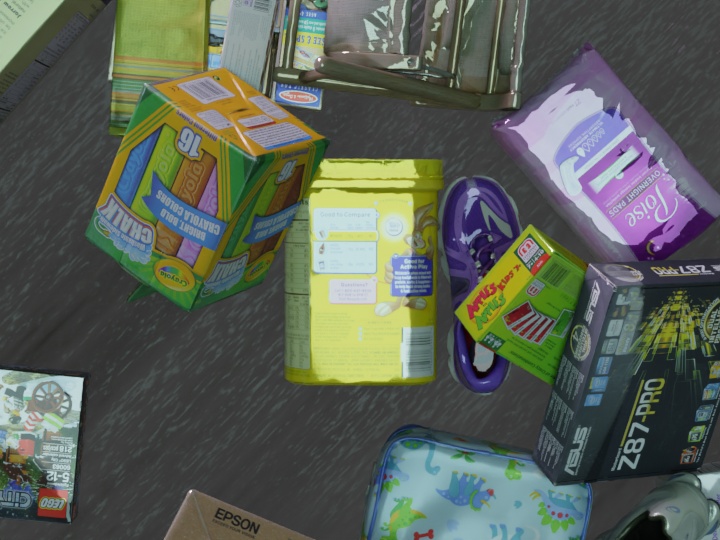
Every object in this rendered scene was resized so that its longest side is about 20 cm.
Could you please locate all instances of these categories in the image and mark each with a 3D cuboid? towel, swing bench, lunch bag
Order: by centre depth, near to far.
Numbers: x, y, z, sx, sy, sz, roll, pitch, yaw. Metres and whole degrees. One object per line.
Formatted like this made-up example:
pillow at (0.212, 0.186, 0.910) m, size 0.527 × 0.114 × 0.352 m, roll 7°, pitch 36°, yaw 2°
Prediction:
swing bench at (0.045, -0.251, 1.236) m, size 0.200 × 0.130 × 0.199 m, roll 7°, pitch 91°, yaw -23°
towel at (-0.179, -0.217, 1.267) m, size 0.086 × 0.018 × 0.200 m, roll 3°, pitch 92°, yaw -2°
lunch bag at (0.100, 0.235, 1.279) m, size 0.200 × 0.082 × 0.161 m, roll 11°, pitch 91°, yaw -1°

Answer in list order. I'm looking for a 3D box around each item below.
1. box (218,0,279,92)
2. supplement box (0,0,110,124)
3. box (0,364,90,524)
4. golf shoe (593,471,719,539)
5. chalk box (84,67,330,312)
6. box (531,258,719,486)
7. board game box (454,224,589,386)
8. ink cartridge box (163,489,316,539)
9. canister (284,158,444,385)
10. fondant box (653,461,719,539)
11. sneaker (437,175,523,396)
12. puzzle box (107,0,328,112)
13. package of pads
box at (-0.107, -0.168, 1.254) m, size 0.041 × 0.039 × 0.200 m, roll 12°, pitch 110°, yaw 0°
supplement box at (-0.357, -0.246, 1.230) m, size 0.200 × 0.134 × 0.200 m, roll 42°, pitch 91°, yaw -2°
box at (-0.355, 0.153, 1.292) m, size 0.200 × 0.038 × 0.137 m, roll 5°, pitch 92°, yaw -1°
golf shoe at (0.230, 0.260, 1.249) m, size 0.078 × 0.097 × 0.200 m, roll 44°, pitch 121°, yaw 24°
chalk box at (-0.139, -0.051, 1.202) m, size 0.124 × 0.125 × 0.200 m, roll 34°, pitch 117°, yaw 17°
box at (0.247, 0.087, 1.218) m, size 0.161 × 0.049 × 0.200 m, roll 0°, pitch 118°, yaw -25°
board game box at (0.188, 0.051, 1.232) m, size 0.200 × 0.048 × 0.102 m, roll 31°, pitch 106°, yaw -36°
ink cartridge box at (-0.068, 0.278, 1.219) m, size 0.200 × 0.165 × 0.075 m, roll 21°, pitch 67°, yaw 7°
canister at (0.000, 0.000, 1.269) m, size 0.148 × 0.087 × 0.200 m, roll 0°, pitch 93°, yaw 0°
fondant box at (0.380, 0.246, 1.296) m, size 0.200 × 0.058 × 0.145 m, roll -7°, pitch 92°, yaw 0°
sneaker at (0.115, 0.013, 1.272) m, size 0.080 × 0.083 × 0.200 m, roll -5°, pitch 91°, yaw -1°
puzzle box at (-0.125, -0.223, 1.289) m, size 0.200 × 0.025 × 0.133 m, roll 7°, pitch 92°, yaw -1°
package of pads at (0.221, -0.093, 1.274) m, size 0.120 × 0.076 × 0.200 m, roll -40°, pitch 92°, yaw 3°
